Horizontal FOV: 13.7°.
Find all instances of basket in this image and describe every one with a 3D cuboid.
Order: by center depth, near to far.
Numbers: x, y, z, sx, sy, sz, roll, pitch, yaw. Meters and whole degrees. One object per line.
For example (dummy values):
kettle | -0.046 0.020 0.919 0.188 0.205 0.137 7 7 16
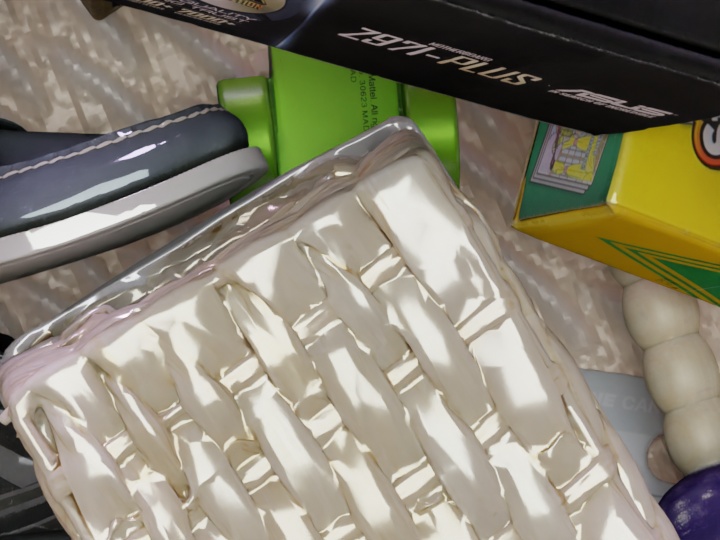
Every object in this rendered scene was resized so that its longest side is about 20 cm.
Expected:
basket | 0.010 0.076 0.750 0.135 0.123 0.200 -31 93 -3

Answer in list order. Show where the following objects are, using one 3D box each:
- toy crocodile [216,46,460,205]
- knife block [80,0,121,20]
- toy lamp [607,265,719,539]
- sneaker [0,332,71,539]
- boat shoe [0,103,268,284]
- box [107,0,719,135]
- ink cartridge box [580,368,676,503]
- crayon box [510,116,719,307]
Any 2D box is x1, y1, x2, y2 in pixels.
toy crocodile | 0.000 0.000 0.847 0.067 0.062 0.201 -10 83 -4
knife block | -0.127 -0.185 0.844 0.175 0.064 0.201 10 87 -2
toy lamp | 0.073 -0.019 0.842 0.058 0.058 0.200 -17 80 -4
sneaker | -0.123 0.055 0.832 0.199 0.071 0.083 -4 82 -8
boat shoe | -0.124 -0.022 0.814 0.200 0.073 0.062 -15 87 16
box | 0.024 -0.148 0.701 0.163 0.086 0.201 14 79 -27
ink cartridge box | 0.103 0.137 0.858 0.162 0.057 0.200 8 66 -2
crayon box | 0.149 -0.080 0.818 0.172 0.058 0.200 20 77 -21
